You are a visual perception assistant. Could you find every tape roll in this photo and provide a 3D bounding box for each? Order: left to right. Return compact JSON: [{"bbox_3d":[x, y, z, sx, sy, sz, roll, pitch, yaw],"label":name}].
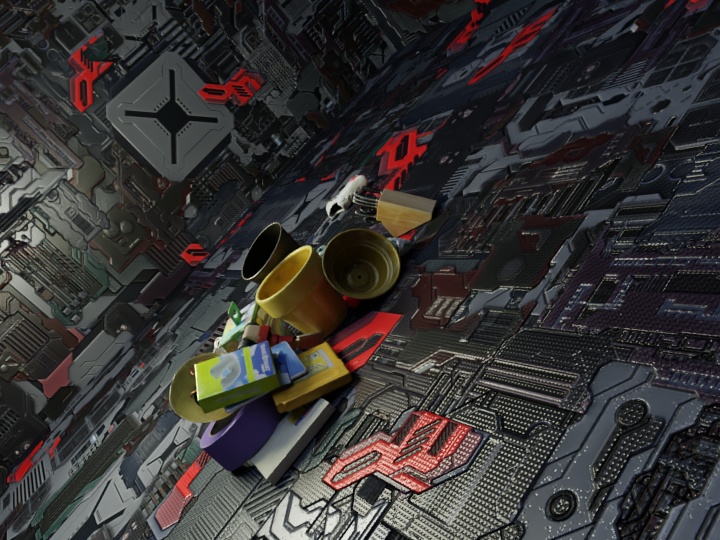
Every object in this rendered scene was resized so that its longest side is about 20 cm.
[{"bbox_3d":[-0.272,0.355,1.538,0.200,0.085,0.200,-44,12,12],"label":"tape roll"}]

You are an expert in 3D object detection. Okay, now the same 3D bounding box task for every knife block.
[{"bbox_3d":[0.085,-0.185,1.832,0.199,0.176,0.064,-26,27,38],"label":"knife block"}]

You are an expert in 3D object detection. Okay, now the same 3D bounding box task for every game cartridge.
[{"bbox_3d":[-0.124,0.240,1.513,0.175,0.033,0.200,-24,17,-11],"label":"game cartridge"}]

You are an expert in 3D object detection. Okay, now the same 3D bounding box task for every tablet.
[{"bbox_3d":[-0.232,0.239,1.511,0.198,0.014,0.130,-26,38,-17],"label":"tablet"}]

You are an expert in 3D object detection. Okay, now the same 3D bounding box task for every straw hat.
[{"bbox_3d":[-0.343,0.294,1.552,0.198,0.086,0.202,0,43,0],"label":"straw hat"}]

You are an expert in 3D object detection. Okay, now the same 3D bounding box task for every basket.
[{"bbox_3d":[-0.209,-0.005,1.884,0.135,0.200,0.182,13,70,53],"label":"basket"}]

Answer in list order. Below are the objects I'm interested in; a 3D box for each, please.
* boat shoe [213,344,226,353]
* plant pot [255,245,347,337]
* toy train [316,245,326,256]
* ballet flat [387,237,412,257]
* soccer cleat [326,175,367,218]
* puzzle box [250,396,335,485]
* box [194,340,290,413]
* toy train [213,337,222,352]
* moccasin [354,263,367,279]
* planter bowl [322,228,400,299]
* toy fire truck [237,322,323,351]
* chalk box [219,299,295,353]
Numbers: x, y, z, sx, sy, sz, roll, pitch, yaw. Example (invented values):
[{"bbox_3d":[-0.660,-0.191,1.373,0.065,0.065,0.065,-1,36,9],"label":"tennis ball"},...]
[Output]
[{"bbox_3d":[-0.386,0.253,1.999,0.199,0.075,0.074,-32,22,30],"label":"boat shoe"},{"bbox_3d":[-0.138,0.071,1.727,0.200,0.189,0.201,-37,21,17],"label":"plant pot"},{"bbox_3d":[-0.143,0.005,2.031,0.199,0.085,0.115,-27,39,30],"label":"toy train"},{"bbox_3d":[0.069,-0.054,1.789,0.072,0.072,0.199,-52,24,-23],"label":"ballet flat"},{"bbox_3d":[-0.048,-0.263,2.398,0.199,0.068,0.086,-37,30,25],"label":"soccer cleat"},{"bbox_3d":[-0.146,0.352,1.428,0.200,0.025,0.133,-49,20,-13],"label":"puzzle box"},{"bbox_3d":[-0.264,0.231,1.481,0.198,0.048,0.122,-19,36,-6],"label":"box"},{"bbox_3d":[-0.393,0.294,1.921,0.151,0.055,0.200,-50,41,13],"label":"toy train"},{"bbox_3d":[-0.026,-0.009,1.851,0.069,0.080,0.200,-58,34,0],"label":"moccasin"},{"bbox_3d":[0.000,0.000,1.700,0.201,0.199,0.084,-53,-13,-26],"label":"planter bowl"},{"bbox_3d":[-0.194,0.216,1.654,0.197,0.178,0.129,4,29,0],"label":"toy fire truck"},{"bbox_3d":[-0.292,0.172,1.798,0.123,0.200,0.125,-35,22,20],"label":"chalk box"}]
